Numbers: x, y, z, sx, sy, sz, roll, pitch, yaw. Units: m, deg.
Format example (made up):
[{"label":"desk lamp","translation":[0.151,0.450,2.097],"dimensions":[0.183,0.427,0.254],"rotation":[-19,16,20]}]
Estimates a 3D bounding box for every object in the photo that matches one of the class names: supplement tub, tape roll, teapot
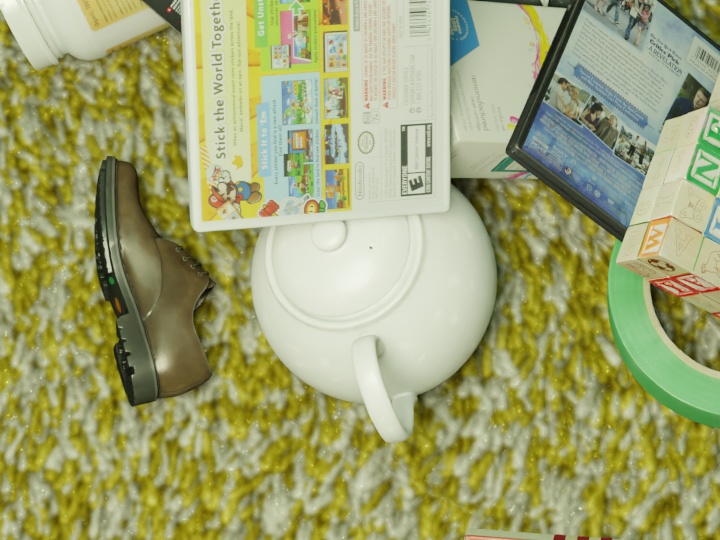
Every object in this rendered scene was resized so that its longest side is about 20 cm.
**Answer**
[{"label":"supplement tub","translation":[-0.189,-0.253,1.529],"dimensions":[0.200,0.145,0.145],"rotation":[-24,72,-1]},{"label":"tape roll","translation":[0.283,0.016,1.442],"dimensions":[0.200,0.048,0.201],"rotation":[-2,74,6]},{"label":"teapot","translation":[0.000,0.000,1.416],"dimensions":[0.200,0.146,0.198],"rotation":[28,83,23]}]

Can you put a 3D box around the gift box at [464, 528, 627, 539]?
[{"label":"gift box","translation":[0.134,0.282,1.313],"dimensions":[0.184,0.187,0.201],"rotation":[8,94,7]}]

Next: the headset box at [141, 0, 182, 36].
[{"label":"headset box","translation":[-0.064,-0.211,1.399],"dimensions":[0.200,0.077,0.149],"rotation":[41,95,32]}]

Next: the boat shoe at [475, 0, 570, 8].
[{"label":"boat shoe","translation":[0.150,-0.222,1.492],"dimensions":[0.200,0.076,0.060],"rotation":[-29,50,-16]}]

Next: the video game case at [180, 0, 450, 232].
[{"label":"video game case","translation":[-0.028,-0.130,1.315],"dimensions":[0.181,0.023,0.201],"rotation":[-5,109,-13]}]

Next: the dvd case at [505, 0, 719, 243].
[{"label":"dvd case","translation":[0.193,-0.122,1.427],"dimensions":[0.143,0.018,0.200],"rotation":[35,58,-16]}]

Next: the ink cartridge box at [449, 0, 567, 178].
[{"label":"ink cartridge box","translation":[0.122,-0.132,1.442],"dimensions":[0.200,0.067,0.117],"rotation":[-2,69,-33]}]

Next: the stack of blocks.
[{"label":"stack of blocks","translation":[0.273,-0.074,1.389],"dimensions":[0.115,0.059,0.200],"rotation":[27,75,-19]}]

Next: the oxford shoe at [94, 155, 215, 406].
[{"label":"oxford shoe","translation":[-0.158,0.003,1.497],"dimensions":[0.084,0.073,0.201],"rotation":[-11,74,-14]}]
